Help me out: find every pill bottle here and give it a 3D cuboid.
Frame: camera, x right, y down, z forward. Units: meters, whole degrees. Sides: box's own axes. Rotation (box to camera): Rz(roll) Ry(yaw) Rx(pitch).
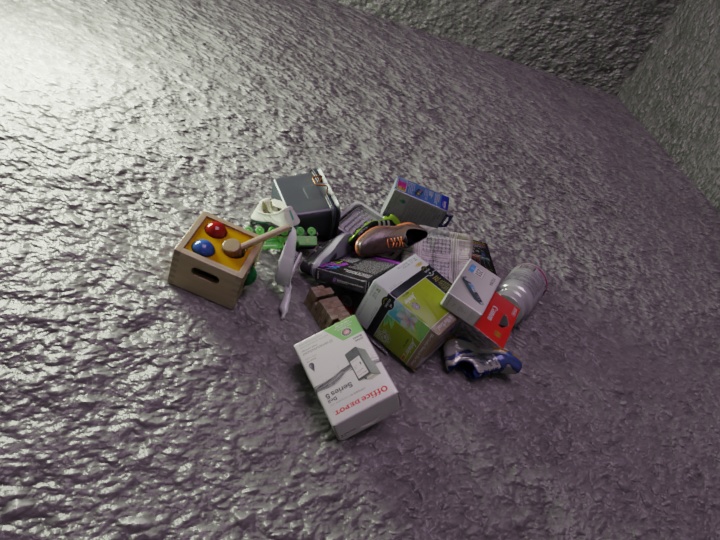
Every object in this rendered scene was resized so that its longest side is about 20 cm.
[{"bbox_3d":[0.432,0.067,1.697,0.113,0.114,0.200,38,40,14],"label":"pill bottle"}]

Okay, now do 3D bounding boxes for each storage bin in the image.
[{"bbox_3d":[-0.151,-0.177,1.630,0.133,0.146,0.201,-9,50,-24],"label":"storage bin"}]

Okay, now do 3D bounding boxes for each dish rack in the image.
[{"bbox_3d":[0.030,-0.100,1.711,0.199,0.044,0.172,34,39,9],"label":"dish rack"}]

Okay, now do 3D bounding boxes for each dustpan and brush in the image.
[{"bbox_3d":[-0.169,0.016,1.427,0.057,0.140,0.201,19,63,-1],"label":"dustpan and brush"}]

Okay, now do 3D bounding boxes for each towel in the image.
[{"bbox_3d":[0.202,-0.025,1.641,0.191,0.035,0.201,9,65,1],"label":"towel"}]

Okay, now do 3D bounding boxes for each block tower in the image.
[{"bbox_3d":[-0.053,0.122,1.401,0.054,0.058,0.200,-12,53,-37],"label":"block tower"}]

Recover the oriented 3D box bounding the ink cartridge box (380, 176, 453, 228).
[{"bbox_3d":[0.168,-0.169,1.794,0.199,0.137,0.077,23,43,-5],"label":"ink cartridge box"}]

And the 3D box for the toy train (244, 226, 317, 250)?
[{"bbox_3d":[-0.201,-0.078,1.539,0.199,0.042,0.057,-1,77,-19],"label":"toy train"}]

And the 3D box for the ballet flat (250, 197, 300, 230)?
[{"bbox_3d":[-0.215,-0.149,1.531,0.069,0.070,0.200,-7,17,-35],"label":"ballet flat"}]

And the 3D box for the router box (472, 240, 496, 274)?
[{"bbox_3d":[0.279,-0.030,1.759,0.199,0.062,0.150,14,41,-16],"label":"router box"}]

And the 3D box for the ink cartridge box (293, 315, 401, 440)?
[{"bbox_3d":[-0.026,0.214,1.246,0.145,0.084,0.200,-26,56,-9],"label":"ink cartridge box"}]

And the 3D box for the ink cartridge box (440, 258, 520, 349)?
[{"bbox_3d":[0.298,0.073,1.462,0.176,0.045,0.200,35,35,7],"label":"ink cartridge box"}]

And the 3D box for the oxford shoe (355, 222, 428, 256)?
[{"bbox_3d":[0.080,-0.081,1.573,0.199,0.072,0.072,-20,18,-25],"label":"oxford shoe"}]

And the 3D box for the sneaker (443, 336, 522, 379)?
[{"bbox_3d":[0.291,0.229,1.480,0.199,0.075,0.089,15,51,-5],"label":"sneaker"}]

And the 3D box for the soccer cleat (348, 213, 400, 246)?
[{"bbox_3d":[0.049,-0.094,1.633,0.200,0.068,0.081,-26,74,-45],"label":"soccer cleat"}]

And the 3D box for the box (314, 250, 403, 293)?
[{"bbox_3d":[0.000,0.000,1.517,0.142,0.036,0.200,15,19,27],"label":"box"}]

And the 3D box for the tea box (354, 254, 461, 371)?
[{"bbox_3d":[0.129,0.094,1.468,0.196,0.134,0.200,40,37,16],"label":"tea box"}]

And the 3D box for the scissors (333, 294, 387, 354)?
[{"bbox_3d":[-0.014,0.127,1.455,0.073,0.014,0.200,-7,51,-39],"label":"scissors"}]

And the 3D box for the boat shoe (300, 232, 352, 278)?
[{"bbox_3d":[-0.087,-0.043,1.569,0.066,0.070,0.200,14,38,23],"label":"boat shoe"}]

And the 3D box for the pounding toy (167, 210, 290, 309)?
[{"bbox_3d":[-0.289,-0.039,1.376,0.199,0.143,0.185,23,39,-4],"label":"pounding toy"}]
